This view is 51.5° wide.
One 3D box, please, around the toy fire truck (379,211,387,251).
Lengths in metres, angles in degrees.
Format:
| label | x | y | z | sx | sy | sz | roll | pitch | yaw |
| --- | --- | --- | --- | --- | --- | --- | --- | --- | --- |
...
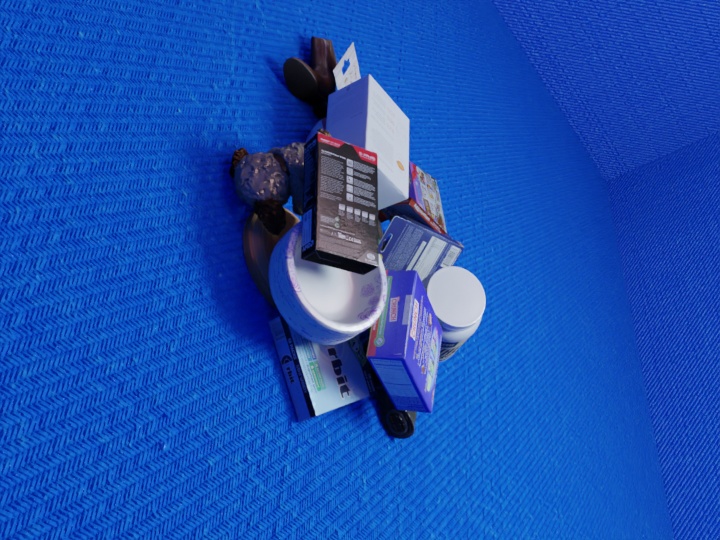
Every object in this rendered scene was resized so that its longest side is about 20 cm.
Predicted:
| label | x | y | z | sx | sy | sz | roll | pitch | yaw |
| --- | --- | --- | --- | --- | --- | --- | --- | --- | --- |
| toy fire truck | 0.073 | -0.039 | 1.632 | 0.140 | 0.048 | 0.205 | 32 | 46 | -45 |

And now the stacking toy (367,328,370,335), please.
| label | x | y | z | sx | sy | sz | roll | pitch | yaw |
| --- | --- | --- | --- | --- | --- | --- | --- | --- | --- |
| stacking toy | 0.034 | 0.086 | 1.424 | 0.202 | 0.083 | 0.087 | 58 | 30 | -33 |

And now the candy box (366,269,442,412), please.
| label | x | y | z | sx | sy | sz | roll | pitch | yaw |
| --- | --- | --- | --- | --- | --- | --- | --- | --- | --- |
| candy box | 0.081 | 0.126 | 1.308 | 0.202 | 0.075 | 0.173 | 64 | 31 | -50 |

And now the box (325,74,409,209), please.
| label | x | y | z | sx | sy | sz | roll | pitch | yaw |
| --- | --- | --- | --- | --- | --- | --- | --- | --- | --- |
| box | 0.014 | -0.244 | 1.456 | 0.152 | 0.104 | 0.205 | 38 | 45 | -43 |

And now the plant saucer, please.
| label | x | y | z | sx | sy | sz | roll | pitch | yaw |
| --- | --- | --- | --- | --- | --- | --- | --- | --- | --- |
| plant saucer | -0.128 | -0.022 | 1.316 | 0.199 | 0.032 | 0.205 | 36 | 43 | -42 |

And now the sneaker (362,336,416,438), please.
| label | x | y | z | sx | sy | sz | roll | pitch | yaw |
| --- | --- | --- | --- | --- | --- | --- | --- | --- | --- |
| sneaker | 0.055 | 0.215 | 1.427 | 0.205 | 0.074 | 0.091 | 71 | 23 | -12 |

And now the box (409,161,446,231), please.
| label | x | y | z | sx | sy | sz | roll | pitch | yaw |
| --- | --- | --- | --- | --- | --- | --- | --- | --- | --- |
| box | 0.158 | -0.155 | 1.854 | 0.136 | 0.038 | 0.205 | 24 | 51 | -51 |

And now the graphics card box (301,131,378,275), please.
| label | x | y | z | sx | sy | sz | roll | pitch | yaw |
| --- | --- | --- | --- | --- | --- | --- | --- | --- | --- |
| graphics card box | -0.031 | -0.105 | 1.192 | 0.123 | 0.050 | 0.206 | 14 | 64 | -33 |

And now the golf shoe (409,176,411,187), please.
| label | x | y | z | sx | sy | sz | roll | pitch | yaw |
| --- | --- | --- | --- | --- | --- | --- | --- | --- | --- |
| golf shoe | 0.038 | -0.201 | 1.637 | 0.198 | 0.091 | 0.075 | 4 | 102 | -53 |

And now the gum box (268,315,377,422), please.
| label | x | y | z | sx | sy | sz | roll | pitch | yaw |
| --- | --- | --- | --- | --- | --- | --- | --- | --- | --- |
| gum box | -0.061 | 0.153 | 1.294 | 0.198 | 0.044 | 0.174 | -6 | 75 | -58 |

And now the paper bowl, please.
| label | x | y | z | sx | sy | sz | roll | pitch | yaw |
| --- | --- | --- | --- | --- | --- | --- | --- | --- | --- |
| paper bowl | -0.060 | 0.019 | 1.219 | 0.197 | 0.104 | 0.206 | 17 | 59 | -30 |

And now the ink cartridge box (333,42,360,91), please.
| label | x | y | z | sx | sy | sz | roll | pitch | yaw |
| --- | --- | --- | --- | --- | --- | --- | --- | --- | --- |
| ink cartridge box | -0.032 | -0.363 | 1.613 | 0.162 | 0.049 | 0.204 | -67 | 148 | -51 |

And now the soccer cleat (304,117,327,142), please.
| label | x | y | z | sx | sy | sz | roll | pitch | yaw |
| --- | --- | --- | --- | --- | --- | --- | --- | --- | --- |
| soccer cleat | -0.090 | -0.226 | 1.491 | 0.069 | 0.072 | 0.204 | 54 | 48 | -44 |

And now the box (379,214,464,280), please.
| label | x | y | z | sx | sy | sz | roll | pitch | yaw |
| --- | --- | --- | --- | --- | --- | --- | --- | --- | --- |
| box | 0.111 | -0.036 | 1.551 | 0.197 | 0.123 | 0.032 | 22 | 17 | -34 |

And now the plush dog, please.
| label | x | y | z | sx | sy | sz | roll | pitch | yaw |
| --- | --- | --- | --- | --- | --- | --- | --- | --- | --- |
| plush dog | -0.133 | -0.156 | 1.274 | 0.169 | 0.162 | 0.201 | -19 | 57 | -31 |

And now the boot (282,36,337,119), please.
| label | x | y | z | sx | sy | sz | roll | pitch | yaw |
| --- | --- | --- | --- | --- | --- | --- | --- | --- | --- |
| boot | -0.102 | -0.449 | 1.604 | 0.187 | 0.063 | 0.205 | 51 | 35 | -50 |

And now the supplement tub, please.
| label | x | y | z | sx | sy | sz | roll | pitch | yaw |
| --- | --- | --- | --- | --- | --- | --- | --- | --- | --- |
| supplement tub | 0.163 | 0.090 | 1.511 | 0.141 | 0.201 | 0.149 | 5 | 65 | -10 |

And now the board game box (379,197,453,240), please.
| label | x | y | z | sx | sy | sz | roll | pitch | yaw |
| --- | --- | --- | --- | --- | --- | --- | --- | --- | --- |
| board game box | 0.125 | -0.091 | 1.602 | 0.199 | 0.101 | 0.020 | 40 | 63 | -39 |
